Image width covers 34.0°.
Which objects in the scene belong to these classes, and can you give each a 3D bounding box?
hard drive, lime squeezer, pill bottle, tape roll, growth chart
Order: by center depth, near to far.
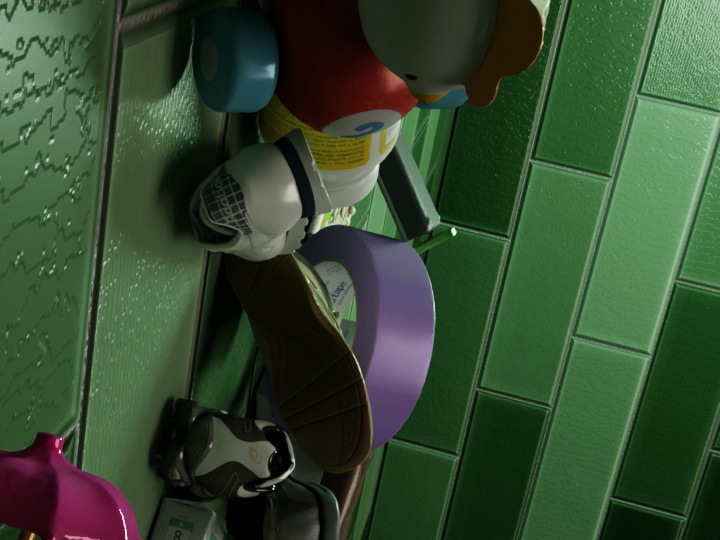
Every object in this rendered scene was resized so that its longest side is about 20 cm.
[{"bbox_3d":[-0.022,-0.143,0.875,0.201,0.111,0.113,95,11,-52],"label":"pill bottle"},{"bbox_3d":[-0.014,0.063,1.091,0.199,0.065,0.203,-29,-126,52],"label":"tape roll"},{"bbox_3d":[0.021,-0.127,1.123,0.140,0.033,0.202,-28,94,-82],"label":"hard drive"},{"bbox_3d":[0.000,0.000,1.203,0.038,0.198,0.071,55,30,-22],"label":"lime squeezer"},{"bbox_3d":[-0.038,-0.043,1.351,0.200,0.017,0.147,80,25,-71],"label":"growth chart"}]

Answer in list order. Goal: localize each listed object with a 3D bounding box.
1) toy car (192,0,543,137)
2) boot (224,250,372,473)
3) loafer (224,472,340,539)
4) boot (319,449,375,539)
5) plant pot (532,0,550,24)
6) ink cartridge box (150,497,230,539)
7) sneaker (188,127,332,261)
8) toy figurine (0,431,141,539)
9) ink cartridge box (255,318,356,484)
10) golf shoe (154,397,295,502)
[{"bbox_3d":[0.029,-0.140,0.664,0.200,0.182,0.179,42,-51,48],"label":"toy car"},{"bbox_3d":[-0.042,0.064,0.976,0.202,0.071,0.155,64,2,4],"label":"boot"},{"bbox_3d":[-0.081,0.197,0.963,0.199,0.062,0.073,163,-73,-64],"label":"loafer"},{"bbox_3d":[-0.008,0.190,1.149,0.187,0.063,0.202,104,8,-69],"label":"boot"},{"bbox_3d":[0.350,-0.633,2.726,0.200,0.181,0.203,13,90,-83],"label":"plant pot"},{"bbox_3d":[-0.153,0.297,0.927,0.161,0.049,0.202,88,15,-66],"label":"ink cartridge box"},{"bbox_3d":[-0.081,-0.042,0.802,0.077,0.080,0.200,63,-15,5],"label":"sneaker"},{"bbox_3d":[-0.149,0.160,0.452,0.201,0.149,0.185,-54,-161,39],"label":"toy figurine"},{"bbox_3d":[-0.054,0.148,1.296,0.177,0.083,0.202,-69,170,-46],"label":"ink cartridge box"},{"bbox_3d":[-0.096,0.151,0.922,0.200,0.093,0.079,72,32,-80],"label":"golf shoe"}]
